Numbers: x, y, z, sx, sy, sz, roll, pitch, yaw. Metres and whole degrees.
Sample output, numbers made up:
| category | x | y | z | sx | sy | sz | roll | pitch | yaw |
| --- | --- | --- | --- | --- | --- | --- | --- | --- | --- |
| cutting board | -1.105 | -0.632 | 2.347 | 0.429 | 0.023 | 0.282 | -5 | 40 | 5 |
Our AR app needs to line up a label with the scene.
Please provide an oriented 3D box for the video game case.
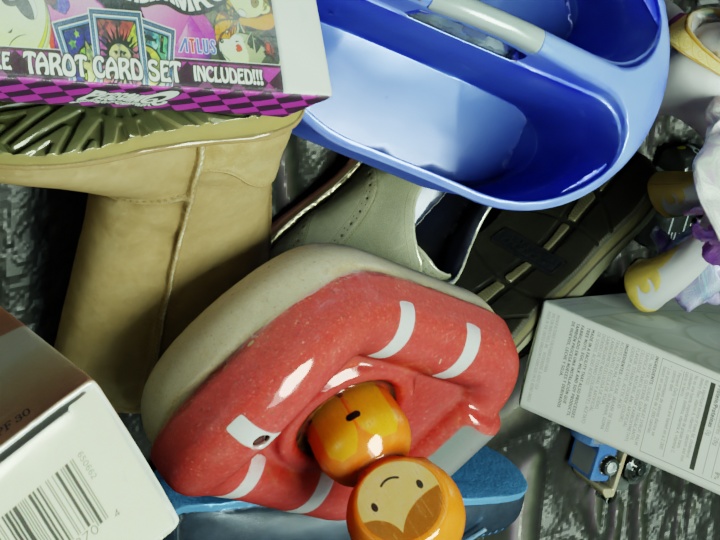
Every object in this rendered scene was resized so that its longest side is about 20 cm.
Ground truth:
| category | x | y | z | sx | sy | sz | roll | pitch | yaw |
| --- | --- | --- | --- | --- | --- | --- | --- | --- | --- |
| video game case | -0.103 | -0.151 | 1.044 | 0.199 | 0.036 | 0.182 | 1 | 76 | -46 |

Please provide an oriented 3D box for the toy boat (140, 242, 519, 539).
| category | x | y | z | sx | sy | sz | roll | pitch | yaw |
| --- | --- | --- | --- | --- | --- | --- | --- | --- | --- |
| toy boat | 0.000 | 0.076 | 1.210 | 0.131 | 0.131 | 0.200 | -44 | 148 | 19 |

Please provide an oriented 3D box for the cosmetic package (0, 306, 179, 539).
| category | x | y | z | sx | sy | sz | roll | pitch | yaw |
| --- | --- | --- | --- | --- | --- | --- | --- | --- | --- |
| cosmetic package | -0.175 | 0.062 | 1.110 | 0.103 | 0.200 | 0.087 | -40 | 129 | -17 |

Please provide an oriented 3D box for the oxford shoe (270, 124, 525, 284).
| category | x | y | z | sx | sy | sz | roll | pitch | yaw |
| --- | --- | --- | --- | --- | --- | --- | --- | --- | --- |
| oxford shoe | 0.000 | 0.000 | 1.298 | 0.071 | 0.074 | 0.200 | 35 | 89 | -42 |

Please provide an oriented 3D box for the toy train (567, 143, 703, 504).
| category | x | y | z | sx | sy | sz | roll | pitch | yaw |
| --- | --- | --- | --- | --- | --- | --- | --- | --- | --- |
| toy train | 0.147 | 0.029 | 1.453 | 0.046 | 0.034 | 0.201 | 2 | 109 | -35 |

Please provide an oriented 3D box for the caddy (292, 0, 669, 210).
| category | x | y | z | sx | sy | sz | roll | pitch | yaw |
| --- | --- | --- | --- | --- | --- | --- | --- | --- | --- |
| caddy | 0.038 | -0.108 | 1.210 | 0.199 | 0.105 | 0.142 | 21 | 86 | -20 |

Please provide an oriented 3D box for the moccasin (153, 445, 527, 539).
| category | x | y | z | sx | sy | sz | roll | pitch | yaw |
| --- | --- | --- | --- | --- | --- | --- | --- | --- | --- |
| moccasin | -0.016 | 0.120 | 1.355 | 0.199 | 0.081 | 0.068 | 0 | 117 | -22 |

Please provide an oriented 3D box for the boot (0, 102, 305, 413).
| category | x | y | z | sx | sy | sz | roll | pitch | yaw |
| --- | --- | --- | --- | --- | --- | --- | --- | --- | --- |
| boot | -0.112 | -0.011 | 1.178 | 0.174 | 0.066 | 0.200 | -1 | 142 | -15 |

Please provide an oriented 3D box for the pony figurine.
| category | x | y | z | sx | sy | sz | roll | pitch | yaw |
| --- | --- | --- | --- | --- | --- | --- | --- | --- | --- |
| pony figurine | 0.177 | -0.056 | 1.265 | 0.166 | 0.200 | 0.194 | -26 | 82 | -34 |

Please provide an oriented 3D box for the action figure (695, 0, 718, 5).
| category | x | y | z | sx | sy | sz | roll | pitch | yaw |
| --- | --- | --- | --- | --- | --- | --- | --- | --- | --- |
| action figure | 0.151 | -0.167 | 1.309 | 0.200 | 0.105 | 0.193 | -51 | 140 | 0 |

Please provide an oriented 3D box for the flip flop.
| category | x | y | z | sx | sy | sz | roll | pitch | yaw |
| --- | --- | --- | --- | --- | --- | --- | --- | --- | --- |
| flip flop | 0.071 | 0.012 | 1.366 | 0.200 | 0.081 | 0.058 | -40 | 145 | -22 |

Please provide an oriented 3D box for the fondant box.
| category | x | y | z | sx | sy | sz | roll | pitch | yaw |
| --- | --- | --- | --- | --- | --- | --- | --- | --- | --- |
| fondant box | 0.198 | 0.067 | 1.320 | 0.144 | 0.199 | 0.059 | -4 | 113 | -51 |
